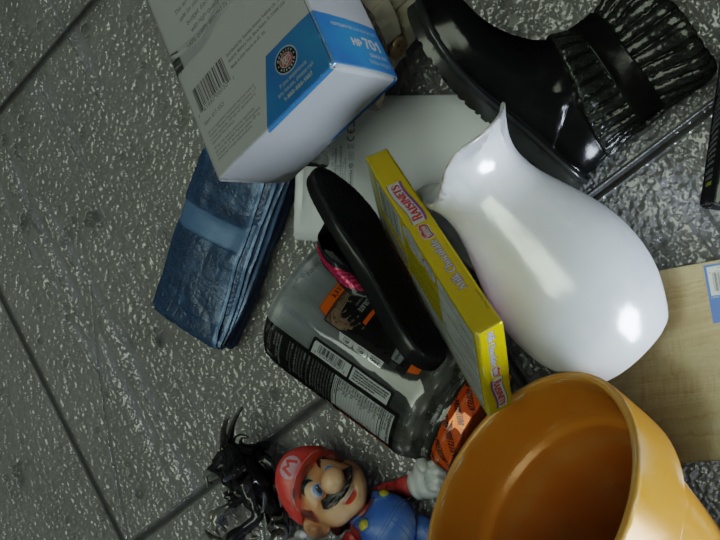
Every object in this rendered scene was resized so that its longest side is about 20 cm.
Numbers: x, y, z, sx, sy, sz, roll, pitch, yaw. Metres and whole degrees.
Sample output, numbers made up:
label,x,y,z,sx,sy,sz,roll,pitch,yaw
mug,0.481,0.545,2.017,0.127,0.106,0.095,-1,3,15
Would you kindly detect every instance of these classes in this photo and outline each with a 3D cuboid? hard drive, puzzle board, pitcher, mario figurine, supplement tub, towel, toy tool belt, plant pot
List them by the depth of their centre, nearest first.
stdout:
label,x,y,z,sx,sy,sz,roll,pitch,yaw
plant pot,0.178,0.208,0.654,0.182,0.202,0.200,35,113,-22
pitcher,0.129,-0.009,0.704,0.200,0.171,0.121,46,69,-2
puzzle board,0.269,0.072,0.709,0.196,0.017,0.154,-12,86,26
supplement tub,0.023,0.075,0.775,0.198,0.122,0.124,32,106,21
toy tool belt,-0.033,-0.235,0.789,0.199,0.124,0.124,36,99,21
mario figurine,0.009,0.216,0.790,0.197,0.123,0.108,26,112,17
hard drive,0.031,-0.090,0.816,0.196,0.025,0.135,4,95,27
towel,-0.139,-0.030,0.893,0.110,0.048,0.204,27,104,24

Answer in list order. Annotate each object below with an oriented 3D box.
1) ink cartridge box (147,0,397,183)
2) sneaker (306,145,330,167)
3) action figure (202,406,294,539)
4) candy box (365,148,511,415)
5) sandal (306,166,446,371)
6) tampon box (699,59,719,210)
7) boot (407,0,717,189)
label,x,y,z,sx,sy,sz,roll,pitch,yaw
ink cartridge box,-0.079,-0.194,0.706,0.146,0.085,0.203,-36,69,35
sneaker,-0.084,-0.166,0.821,0.199,0.077,0.092,33,117,41
action figure,-0.108,0.241,0.853,0.100,0.119,0.203,-24,88,8
candy box,0.058,0.004,0.691,0.026,0.103,0.202,-25,49,-5
sandal,0.000,0.000,0.717,0.045,0.074,0.202,-41,63,27
tampon box,0.321,-0.134,0.601,0.146,0.126,0.205,8,96,17
boot,0.154,-0.179,0.696,0.210,0.080,0.158,41,113,-12
